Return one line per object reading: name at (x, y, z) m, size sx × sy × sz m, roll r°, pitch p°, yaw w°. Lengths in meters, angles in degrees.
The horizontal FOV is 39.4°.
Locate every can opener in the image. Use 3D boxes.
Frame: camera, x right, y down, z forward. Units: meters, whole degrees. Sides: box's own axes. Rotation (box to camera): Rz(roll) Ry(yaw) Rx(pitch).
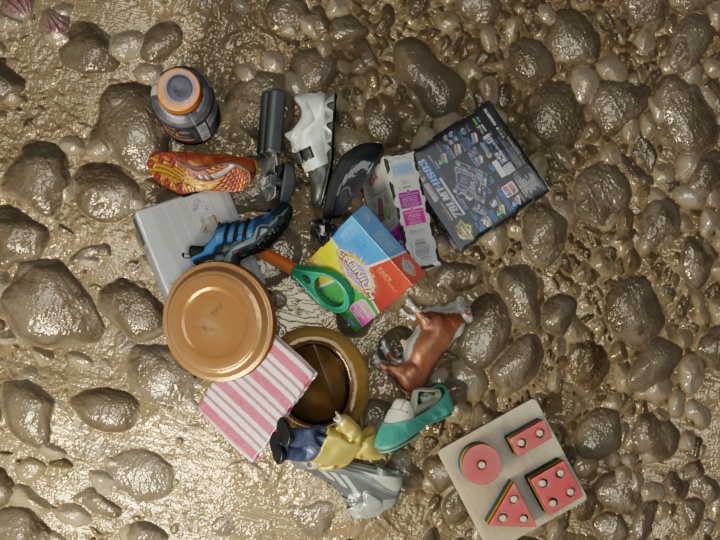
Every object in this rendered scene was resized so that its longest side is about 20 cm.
can opener at (-0.147, -0.218, 1.784) m, size 0.067 × 0.053 × 0.201 m, roll 8°, pitch 84°, yaw -35°

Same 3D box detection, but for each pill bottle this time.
pill bottle at (-0.295, -0.281, 1.696) m, size 0.106 × 0.200 × 0.107 m, roll 0°, pitch 85°, yaw -3°

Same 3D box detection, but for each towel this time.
towel at (-0.173, 0.201, 1.683) m, size 0.146 × 0.030 × 0.200 m, roll 39°, pitch 104°, yaw 21°

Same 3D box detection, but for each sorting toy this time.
sorting toy at (0.268, 0.358, 1.748) m, size 0.198 × 0.070 × 0.201 m, roll -28°, pitch 88°, yaw -5°

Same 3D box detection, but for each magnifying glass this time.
magnifying glass at (-0.099, 0.009, 1.743) m, size 0.199 × 0.080 × 0.022 m, roll 30°, pitch 46°, yaw 19°

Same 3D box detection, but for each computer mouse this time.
computer mouse at (-0.033, -0.139, 1.695) m, size 0.053 × 0.138 × 0.201 m, roll 33°, pitch 90°, yaw -11°

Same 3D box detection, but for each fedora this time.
fedora at (-0.079, 0.193, 1.734) m, size 0.199 × 0.082 × 0.202 m, roll 0°, pitch 92°, yaw -5°

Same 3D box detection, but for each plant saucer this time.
plant saucer at (-0.237, 0.085, 1.665) m, size 0.199 × 0.032 × 0.202 m, roll 1°, pitch 93°, yaw 15°

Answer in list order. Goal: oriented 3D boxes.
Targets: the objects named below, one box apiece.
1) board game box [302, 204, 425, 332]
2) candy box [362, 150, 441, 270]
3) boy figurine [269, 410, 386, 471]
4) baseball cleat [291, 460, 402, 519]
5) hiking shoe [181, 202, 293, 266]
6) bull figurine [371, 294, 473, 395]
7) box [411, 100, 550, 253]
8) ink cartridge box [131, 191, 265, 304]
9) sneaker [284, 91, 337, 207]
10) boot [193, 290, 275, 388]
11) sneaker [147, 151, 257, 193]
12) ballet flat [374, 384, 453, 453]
board game box at (0.000, 0.000, 1.700) m, size 0.153 × 0.200 × 0.040 m, roll 48°, pitch 51°, yaw 2°
candy box at (0.067, -0.091, 1.733) m, size 0.061 × 0.136 × 0.201 m, roll -13°, pitch 87°, yaw -20°
boy figurine at (-0.043, 0.280, 1.661) m, size 0.199 × 0.065 × 0.125 m, roll 4°, pitch 124°, yaw -27°
baseball cleat at (-0.029, 0.370, 1.731) m, size 0.199 × 0.070 × 0.107 m, roll 12°, pitch 92°, yaw 1°
hiking shoe at (-0.205, -0.063, 1.723) m, size 0.200 × 0.074 × 0.087 m, roll -40°, pitch 80°, yaw -16°
bull figurine at (0.109, 0.116, 1.759) m, size 0.121 × 0.065 × 0.201 m, roll 31°, pitch 84°, yaw 1°
box at (0.201, -0.167, 1.793) m, size 0.198 × 0.050 × 0.200 m, roll -35°, pitch 89°, yaw -5°
ink cartridge box at (-0.282, -0.034, 1.759) m, size 0.173 × 0.044 × 0.201 m, roll -21°, pitch 87°, yaw -26°
sneaker at (-0.089, -0.213, 1.763) m, size 0.088 × 0.074 × 0.201 m, roll 3°, pitch 95°, yaw 1°
boot at (-0.200, 0.126, 1.746) m, size 0.075 × 0.074 × 0.200 m, roll 37°, pitch 91°, yaw -15°
sneaker at (-0.277, -0.173, 1.763) m, size 0.199 × 0.077 × 0.073 m, roll 10°, pitch 114°, yaw 11°
ballet flat at (0.085, 0.241, 1.703) m, size 0.200 × 0.067 × 0.071 m, roll -21°, pitch 102°, yaw -47°
